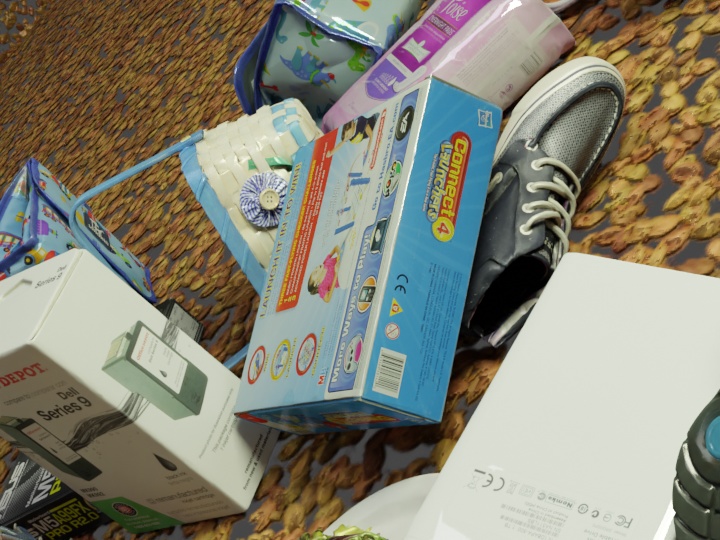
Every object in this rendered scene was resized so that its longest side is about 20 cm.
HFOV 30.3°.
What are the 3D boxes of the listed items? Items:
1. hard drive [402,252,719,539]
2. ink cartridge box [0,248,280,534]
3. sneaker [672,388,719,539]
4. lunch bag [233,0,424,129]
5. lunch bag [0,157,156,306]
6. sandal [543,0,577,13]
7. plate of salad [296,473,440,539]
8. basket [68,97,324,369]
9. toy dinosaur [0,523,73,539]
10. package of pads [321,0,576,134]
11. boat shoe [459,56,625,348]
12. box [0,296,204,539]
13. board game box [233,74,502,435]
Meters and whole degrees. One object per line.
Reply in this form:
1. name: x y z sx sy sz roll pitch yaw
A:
1. hard drive: 0.114 0.085 0.656 0.131 0.025 0.201 12 60 41
2. ink cartridge box: -0.177 0.091 0.932 0.145 0.200 0.084 -20 37 43
3. sneaker: 0.195 0.054 0.575 0.073 0.082 0.201 6 76 50
4. lunch bag: -0.028 -0.203 1.216 0.171 0.127 0.200 -62 -3 -38
5. lunch bag: -0.243 0.001 1.120 0.094 0.151 0.200 -38 27 14
6. sandal: 0.163 -0.284 1.117 0.079 0.059 0.207 -35 28 23
7. plate of salad: -0.003 0.187 0.706 0.200 0.048 0.201 -36 28 23
8. basket: -0.099 -0.029 1.018 0.199 0.177 0.139 -33 19 8
9. toy dinosaur: -0.261 0.273 0.943 0.200 0.105 0.183 24 92 51
10. package of pads: 0.064 -0.148 1.055 0.200 0.076 0.121 -44 28 6
11. boat shoe: 0.114 -0.039 0.836 0.201 0.074 0.093 -54 29 5
12. box: -0.222 0.132 1.124 0.160 0.044 0.201 -27 31 33
13. board game box: 0.000 0.000 0.853 0.196 0.056 0.201 -17 57 62
